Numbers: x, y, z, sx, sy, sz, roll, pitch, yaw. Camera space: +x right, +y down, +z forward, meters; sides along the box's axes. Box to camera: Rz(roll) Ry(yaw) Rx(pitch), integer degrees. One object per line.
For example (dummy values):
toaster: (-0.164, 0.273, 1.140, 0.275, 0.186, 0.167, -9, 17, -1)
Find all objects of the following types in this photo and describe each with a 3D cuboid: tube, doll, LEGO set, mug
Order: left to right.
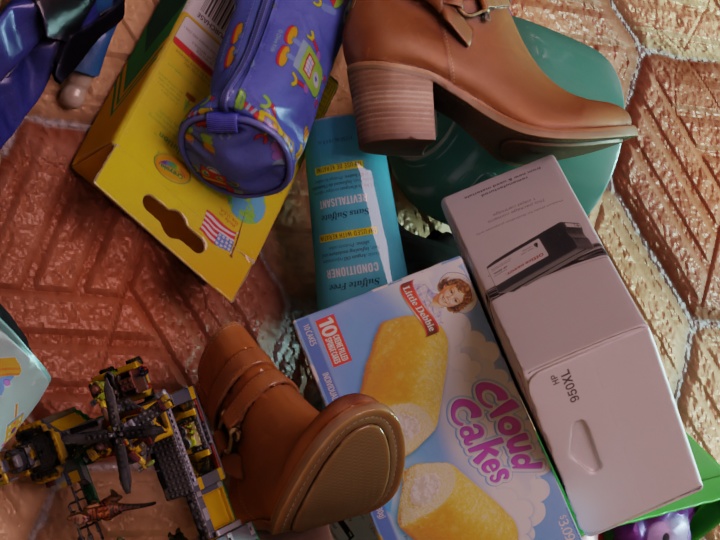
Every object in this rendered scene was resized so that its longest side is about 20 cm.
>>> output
doll: (-0.188, -0.147, 1.585, 0.200, 0.048, 0.136, -54, 149, -31)
LEGO set: (-0.142, 0.158, 1.465, 0.116, 0.154, 0.200, -20, 98, -57)
tube: (0.000, 0.000, 1.674, 0.050, 0.077, 0.200, 7, 74, -69)
mug: (0.097, -0.096, 1.764, 0.114, 0.185, 0.152, 18, 98, -33)

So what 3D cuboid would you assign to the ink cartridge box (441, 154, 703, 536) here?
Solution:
ink cartridge box: (0.131, 0.045, 1.617, 0.200, 0.084, 0.145, -111, 178, -54)

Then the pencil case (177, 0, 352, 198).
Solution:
pencil case: (-0.055, -0.144, 1.644, 0.087, 0.078, 0.200, 62, 36, -47)

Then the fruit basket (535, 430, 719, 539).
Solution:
fruit basket: (0.163, 0.209, 1.706, 0.216, 0.156, 0.216, 22, 44, -23)

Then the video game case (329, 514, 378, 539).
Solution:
video game case: (0.039, 0.175, 1.713, 0.200, 0.022, 0.182, 56, 46, -8)

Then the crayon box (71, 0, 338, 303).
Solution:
crayon box: (-0.104, -0.084, 1.668, 0.127, 0.051, 0.200, 42, 49, -22)

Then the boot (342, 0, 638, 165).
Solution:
boot: (0.086, -0.151, 1.664, 0.200, 0.074, 0.155, 3, 77, -22)

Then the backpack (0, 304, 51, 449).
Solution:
backpack: (-0.266, 0.049, 1.367, 0.176, 0.200, 0.153, 45, 65, -22)

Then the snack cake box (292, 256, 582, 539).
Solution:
snack cake box: (0.049, 0.106, 1.590, 0.115, 0.067, 0.200, -22, 72, -2)

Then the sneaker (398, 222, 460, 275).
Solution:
sneaker: (0.076, 0.018, 1.775, 0.200, 0.076, 0.091, 30, 29, -44)

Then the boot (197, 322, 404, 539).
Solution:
boot: (-0.047, 0.091, 1.531, 0.074, 0.200, 0.155, -7, 56, -26)
